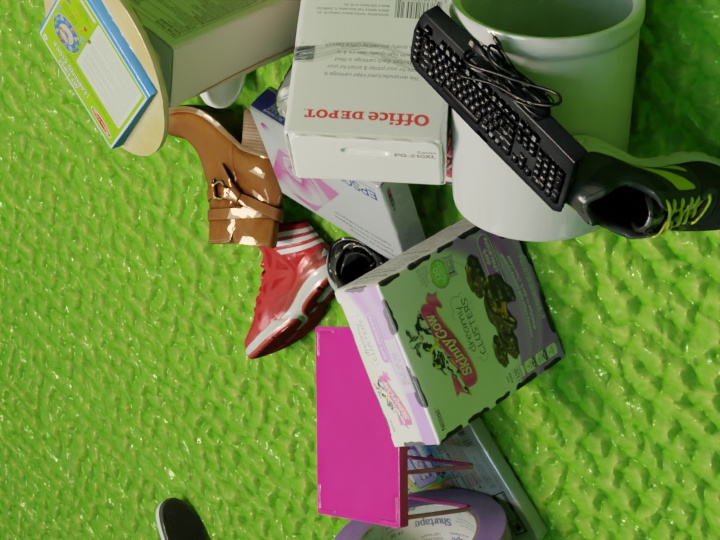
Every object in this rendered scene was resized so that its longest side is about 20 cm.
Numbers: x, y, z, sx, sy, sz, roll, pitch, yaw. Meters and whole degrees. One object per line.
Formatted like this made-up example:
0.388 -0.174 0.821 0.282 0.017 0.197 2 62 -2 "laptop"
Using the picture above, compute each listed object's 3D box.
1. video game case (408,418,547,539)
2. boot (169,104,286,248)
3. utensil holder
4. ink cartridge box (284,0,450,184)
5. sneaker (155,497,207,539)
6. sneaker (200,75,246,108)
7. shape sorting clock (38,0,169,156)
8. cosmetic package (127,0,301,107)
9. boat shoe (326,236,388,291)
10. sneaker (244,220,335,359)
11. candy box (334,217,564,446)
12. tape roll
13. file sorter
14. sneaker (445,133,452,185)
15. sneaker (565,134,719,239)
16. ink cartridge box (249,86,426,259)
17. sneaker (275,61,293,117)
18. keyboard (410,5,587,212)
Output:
0.105 0.235 1.860 0.201 0.022 0.182 59 142 2 "video game case"
-0.159 -0.108 1.879 0.198 0.076 0.157 9 97 32 "boot"
0.161 -0.151 1.441 0.169 0.169 0.202 27 134 36 "utensil holder"
0.014 -0.186 1.503 0.143 0.202 0.085 3 154 5 "ink cartridge box"
-0.263 0.425 2.356 0.120 0.083 0.202 -19 98 42 "sneaker"
-0.193 -0.282 1.849 0.115 0.073 0.202 2 104 50 "sneaker"
-0.240 -0.203 1.553 0.199 0.039 0.202 34 140 34 "shape sorting clock"
-0.142 -0.245 1.609 0.103 0.199 0.074 38 139 29 "cosmetic package"
0.000 0.000 1.743 0.057 0.068 0.200 61 178 -26 "boat shoe"
-0.093 0.012 1.923 0.200 0.078 0.116 -45 69 39 "sneaker"
0.091 0.055 1.618 0.071 0.199 0.169 -9 106 51 "candy box"
0.068 0.314 1.771 0.199 0.199 0.066 9 120 46 "tape roll"
0.042 0.160 1.754 0.138 0.125 0.203 0 90 50 "file sorter"
0.054 -0.128 1.659 0.199 0.081 0.075 27 152 42 "sneaker"
0.248 -0.054 1.381 0.085 0.198 0.075 -110 32 -52 "sneaker"
-0.017 -0.079 1.726 0.196 0.043 0.201 32 157 33 "ink cartridge box"
-0.001 -0.223 1.625 0.086 0.078 0.201 32 104 16 "sneaker"
0.101 -0.138 1.340 0.200 0.039 0.105 47 147 25 "keyboard"
